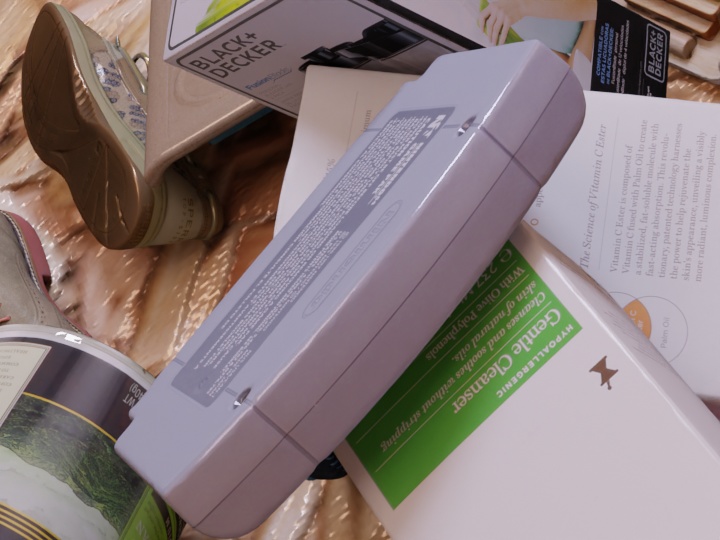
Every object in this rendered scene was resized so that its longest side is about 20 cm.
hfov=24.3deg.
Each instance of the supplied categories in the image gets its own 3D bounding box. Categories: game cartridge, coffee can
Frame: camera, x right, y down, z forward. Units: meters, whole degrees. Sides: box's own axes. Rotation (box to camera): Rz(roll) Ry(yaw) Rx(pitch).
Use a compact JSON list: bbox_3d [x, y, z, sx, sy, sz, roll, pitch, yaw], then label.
[{"bbox_3d":[-0.005,0.004,0.595,0.200,0.040,0.133,-50,12,-8],"label":"game cartridge"},{"bbox_3d":[-0.172,0.143,0.762,0.145,0.147,0.201,-13,32,29],"label":"coffee can"}]

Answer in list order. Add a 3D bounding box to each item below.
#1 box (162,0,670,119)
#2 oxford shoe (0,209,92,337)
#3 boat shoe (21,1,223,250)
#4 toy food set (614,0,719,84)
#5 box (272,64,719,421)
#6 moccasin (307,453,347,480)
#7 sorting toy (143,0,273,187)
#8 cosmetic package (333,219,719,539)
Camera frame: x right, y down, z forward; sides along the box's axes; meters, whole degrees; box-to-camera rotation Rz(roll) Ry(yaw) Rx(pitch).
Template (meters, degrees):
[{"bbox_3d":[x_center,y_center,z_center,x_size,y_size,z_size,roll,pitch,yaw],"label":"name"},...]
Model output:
[{"bbox_3d":[0.027,-0.099,0.738,0.116,0.199,0.061,-17,59,50],"label":"box"},{"bbox_3d":[-0.201,0.034,0.927,0.070,0.075,0.200,-43,53,9],"label":"oxford shoe"},{"bbox_3d":[-0.142,-0.081,0.957,0.074,0.062,0.201,-60,43,32],"label":"boat shoe"},{"bbox_3d":[0.140,-0.188,0.806,0.200,0.060,0.144,33,89,39],"label":"toy food set"},{"bbox_3d":[0.069,-0.002,0.704,0.198,0.098,0.125,7,72,11],"label":"box"},{"bbox_3d":[0.000,0.000,0.806,0.068,0.080,0.202,-5,68,27],"label":"moccasin"},{"bbox_3d":[-0.036,-0.146,0.896,0.199,0.036,0.186,-33,35,20],"label":"sorting toy"},{"bbox_3d":[0.084,0.092,0.553,0.108,0.085,0.200,-45,52,9],"label":"cosmetic package"}]
